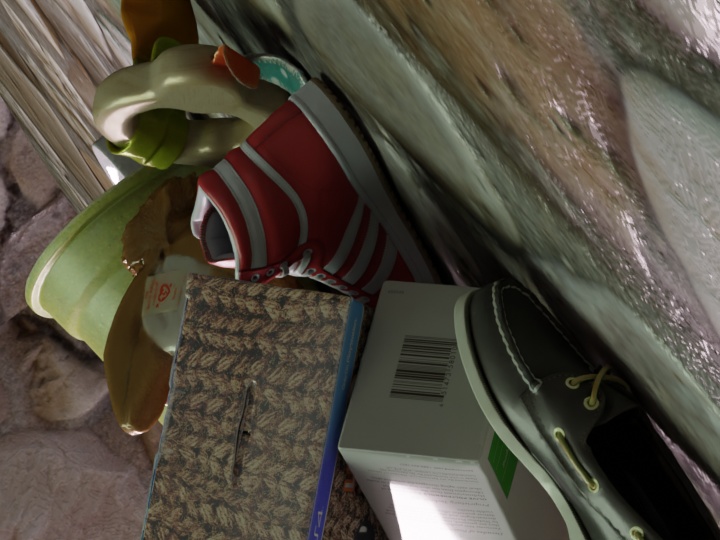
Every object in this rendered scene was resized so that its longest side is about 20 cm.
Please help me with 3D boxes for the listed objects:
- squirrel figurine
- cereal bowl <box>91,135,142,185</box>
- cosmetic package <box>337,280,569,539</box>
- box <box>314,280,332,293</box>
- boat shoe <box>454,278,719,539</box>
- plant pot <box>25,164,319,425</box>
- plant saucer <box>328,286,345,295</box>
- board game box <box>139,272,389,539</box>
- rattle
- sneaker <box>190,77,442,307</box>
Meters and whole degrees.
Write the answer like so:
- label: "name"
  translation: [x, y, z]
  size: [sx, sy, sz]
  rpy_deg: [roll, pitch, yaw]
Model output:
- label: "squirrel figurine"
  translation: [-0.063, 0.036, 1.670]
  size: [0.186, 0.142, 0.200]
  rpy_deg: [29, -156, -41]
- label: "cereal bowl"
  translation: [-0.125, -0.044, 2.088]
  size: [0.200, 0.083, 0.200]
  rpy_deg: [51, 172, 10]
- label: "cosmetic package"
  translation: [0.061, 0.102, 1.432]
  size: [0.084, 0.108, 0.200]
  rpy_deg: [4, 151, 21]
- label: "box"
  translation: [0.026, 0.078, 1.898]
  size: [0.200, 0.036, 0.143]
  rpy_deg: [43, 167, 48]
- label: "boat shoe"
  translation: [0.117, 0.084, 1.282]
  size: [0.072, 0.061, 0.202]
  rpy_deg: [-12, -113, -49]
- label: "plant pot"
  translation: [-0.103, 0.037, 1.844]
  size: [0.185, 0.200, 0.200]
  rpy_deg: [54, 173, 15]
- label: "plant saucer"
  translation: [0.000, 0.000, 1.730]
  size: [0.200, 0.029, 0.200]
  rpy_deg: [52, 172, 10]
- label: "board game box"
  translation: [-0.027, 0.100, 1.457]
  size: [0.096, 0.160, 0.200]
  rpy_deg: [8, 174, 22]
- label: "rattle"
  translation: [-0.086, -0.144, 1.603]
  size: [0.130, 0.144, 0.200]
  rpy_deg: [22, 157, -6]
- label: "sneaker"
  translation: [-0.026, -0.009, 1.524]
  size: [0.071, 0.112, 0.200]
  rpy_deg: [45, 169, 50]
